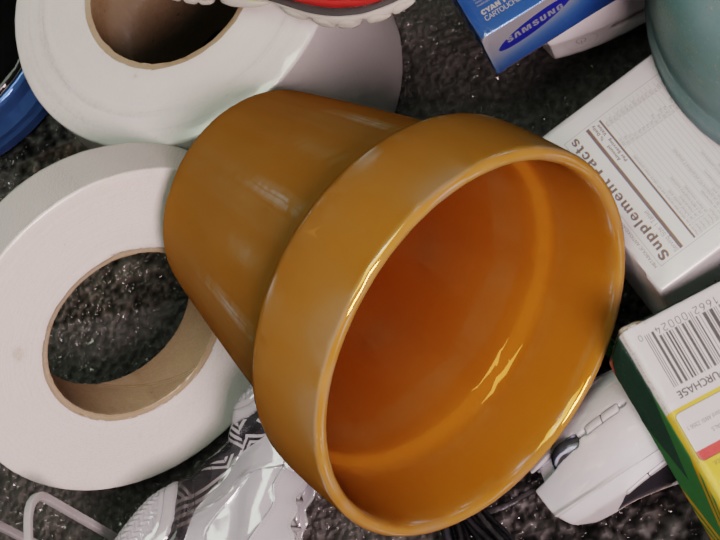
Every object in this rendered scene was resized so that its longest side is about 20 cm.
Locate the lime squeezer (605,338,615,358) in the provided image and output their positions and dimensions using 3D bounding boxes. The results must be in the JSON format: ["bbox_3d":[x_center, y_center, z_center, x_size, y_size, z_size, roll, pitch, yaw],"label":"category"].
[{"bbox_3d":[0.078,-0.015,0.929,0.200,0.071,0.038,44,70,5],"label":"lime squeezer"}]

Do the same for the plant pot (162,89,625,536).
[{"bbox_3d":[0.000,0.000,0.833,0.183,0.200,0.201,32,83,41],"label":"plant pot"}]

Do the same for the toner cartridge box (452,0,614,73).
[{"bbox_3d":[0.134,-0.204,0.911,0.199,0.043,0.096,-32,63,6],"label":"toner cartridge box"}]

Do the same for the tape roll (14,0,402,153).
[{"bbox_3d":[-0.087,-0.139,0.991,0.200,0.139,0.205,-6,69,17],"label":"tape roll"}]

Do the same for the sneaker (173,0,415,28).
[{"bbox_3d":[-0.046,-0.178,0.866,0.198,0.085,0.078,1,71,17],"label":"sneaker"}]

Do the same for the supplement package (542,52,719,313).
[{"bbox_3d":[0.212,-0.070,0.874,0.199,0.110,0.114,-36,63,3],"label":"supplement package"}]

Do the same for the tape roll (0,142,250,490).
[{"bbox_3d":[-0.132,0.028,0.911,0.203,0.203,0.037,-46,43,-2],"label":"tape roll"}]

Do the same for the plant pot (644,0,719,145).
[{"bbox_3d":[0.222,-0.160,0.767,0.198,0.134,0.203,-6,70,16],"label":"plant pot"}]

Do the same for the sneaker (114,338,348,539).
[{"bbox_3d":[-0.039,0.133,0.913,0.115,0.075,0.200,42,83,19],"label":"sneaker"}]

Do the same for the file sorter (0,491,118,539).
[{"bbox_3d":[-0.233,0.210,0.916,0.198,0.139,0.126,-14,63,14],"label":"file sorter"}]

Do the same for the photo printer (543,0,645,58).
[{"bbox_3d":[0.131,-0.234,0.987,0.166,0.069,0.201,-35,64,4],"label":"photo printer"}]

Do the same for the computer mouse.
[{"bbox_3d":[0.120,0.089,0.862,0.199,0.044,0.110,-30,46,15],"label":"computer mouse"}]

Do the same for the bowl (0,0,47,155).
[{"bbox_3d":[-0.285,-0.162,1.126,0.198,0.039,0.203,-7,68,18],"label":"bowl"}]

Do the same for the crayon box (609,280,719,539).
[{"bbox_3d":[0.221,0.093,0.783,0.126,0.051,0.201,-25,71,-7],"label":"crayon box"}]
